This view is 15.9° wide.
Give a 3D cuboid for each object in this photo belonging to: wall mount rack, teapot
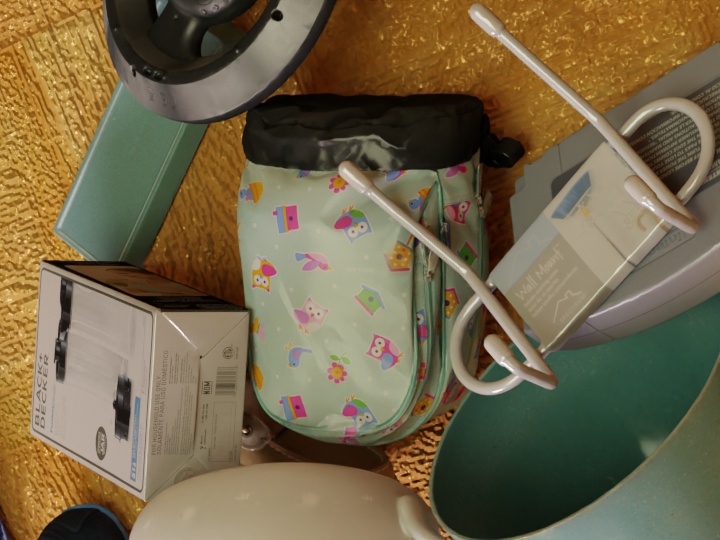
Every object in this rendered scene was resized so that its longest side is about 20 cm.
[{"bbox_3d":[0.087,-0.038,1.386,0.200,0.074,0.174,-49,51,14],"label":"wall mount rack"},{"bbox_3d":[-0.038,0.204,1.453,0.200,0.197,0.146,101,168,-63],"label":"teapot"}]

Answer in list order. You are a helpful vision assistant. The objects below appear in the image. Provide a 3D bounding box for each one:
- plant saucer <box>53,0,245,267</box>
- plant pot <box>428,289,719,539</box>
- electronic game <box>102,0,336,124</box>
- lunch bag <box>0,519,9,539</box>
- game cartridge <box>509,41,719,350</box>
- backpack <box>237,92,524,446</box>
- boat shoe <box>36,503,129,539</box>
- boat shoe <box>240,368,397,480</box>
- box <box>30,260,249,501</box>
[{"bbox_3d":[-0.139,-0.084,1.639,0.070,0.019,0.200,38,120,19],"label":"plant saucer"},{"bbox_3d":[0.156,0.115,1.421,0.200,0.200,0.135,-24,119,34],"label":"plant pot"},{"bbox_3d":[-0.082,-0.185,1.526,0.200,0.042,0.201,-13,70,39],"label":"electronic game"},{"bbox_3d":[-0.344,0.187,1.779,0.170,0.127,0.201,-23,83,31],"label":"lunch bag"},{"bbox_3d":[0.168,-0.041,1.401,0.200,0.041,0.134,-32,49,33],"label":"game cartridge"},{"bbox_3d":[0.000,0.000,1.505,0.166,0.126,0.201,4,102,32],"label":"backpack"},{"bbox_3d":[-0.166,0.257,1.713,0.084,0.069,0.200,-32,88,34],"label":"boat shoe"},{"bbox_3d":[-0.063,0.090,1.604,0.200,0.071,0.065,21,114,27],"label":"boat shoe"},{"bbox_3d":[-0.137,0.064,1.555,0.200,0.060,0.117,20,107,62],"label":"box"}]
